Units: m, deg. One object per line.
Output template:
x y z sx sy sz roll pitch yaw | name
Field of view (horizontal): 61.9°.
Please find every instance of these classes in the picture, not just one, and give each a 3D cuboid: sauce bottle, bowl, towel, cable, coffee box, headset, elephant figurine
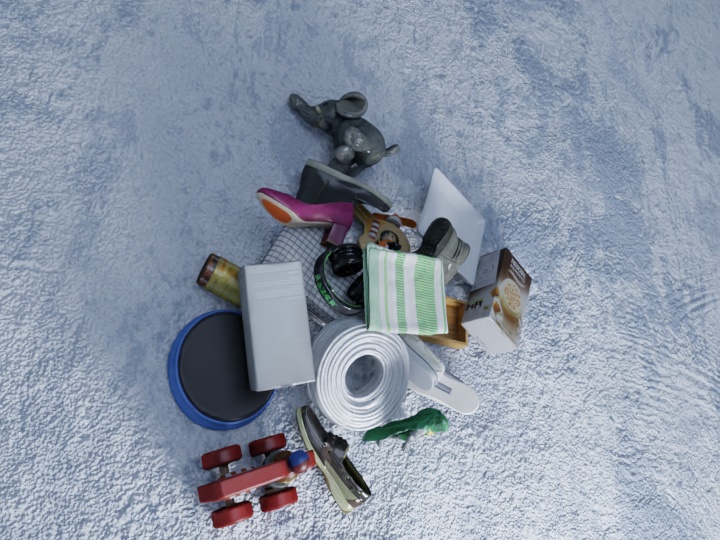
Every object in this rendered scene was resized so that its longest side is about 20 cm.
-0.195 0.042 1.079 0.196 0.066 0.068 30 59 -20 | sauce bottle
-0.228 0.165 1.026 0.195 0.039 0.208 12 66 -27 | bowl
-0.084 0.000 1.151 0.198 0.085 0.168 37 56 -11 | towel
0.085 0.038 1.098 0.195 0.023 0.158 9 72 -39 | towel
-0.004 0.185 1.083 0.194 0.069 0.207 14 94 -26 | cable
0.305 0.067 1.336 0.114 0.079 0.204 43 49 -24 | coffee box
0.000 0.000 1.090 0.198 0.093 0.126 -28 85 -53 | headset
-0.037 -0.312 1.277 0.154 0.140 0.204 18 42 -55 | elephant figurine

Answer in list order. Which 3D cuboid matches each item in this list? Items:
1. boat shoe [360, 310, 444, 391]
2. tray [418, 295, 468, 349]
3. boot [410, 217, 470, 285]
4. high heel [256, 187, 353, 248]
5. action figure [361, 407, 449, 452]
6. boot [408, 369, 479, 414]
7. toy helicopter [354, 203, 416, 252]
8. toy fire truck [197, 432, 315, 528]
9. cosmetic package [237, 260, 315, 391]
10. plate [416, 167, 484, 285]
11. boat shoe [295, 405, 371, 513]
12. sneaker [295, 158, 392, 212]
0.084 0.141 1.171 0.199 0.072 0.069 42 46 16 | boat shoe
0.141 0.098 1.275 0.194 0.037 0.102 16 64 -26 | tray
0.149 0.002 1.242 0.201 0.067 0.131 -50 136 -3 | boot
-0.098 -0.121 1.100 0.198 0.066 0.099 33 64 -33 | high heel
0.096 0.284 1.077 0.116 0.199 0.056 -21 82 -33 | action figure
0.149 0.228 1.217 0.197 0.090 0.074 33 84 13 | boot
0.031 -0.099 1.264 0.131 0.079 0.201 -37 80 -28 | toy helicopter
-0.153 0.320 0.934 0.194 0.167 0.116 -7 74 -32 | toy fire truck
-0.142 0.092 1.005 0.103 0.090 0.208 -3 85 -20 | cosmetic package
0.203 -0.098 1.364 0.199 0.032 0.204 41 49 -26 | plate
-0.046 0.319 1.048 0.063 0.073 0.204 -28 97 7 | boat shoe
-0.037 -0.136 1.216 0.195 0.075 0.109 23 95 -9 | sneaker
